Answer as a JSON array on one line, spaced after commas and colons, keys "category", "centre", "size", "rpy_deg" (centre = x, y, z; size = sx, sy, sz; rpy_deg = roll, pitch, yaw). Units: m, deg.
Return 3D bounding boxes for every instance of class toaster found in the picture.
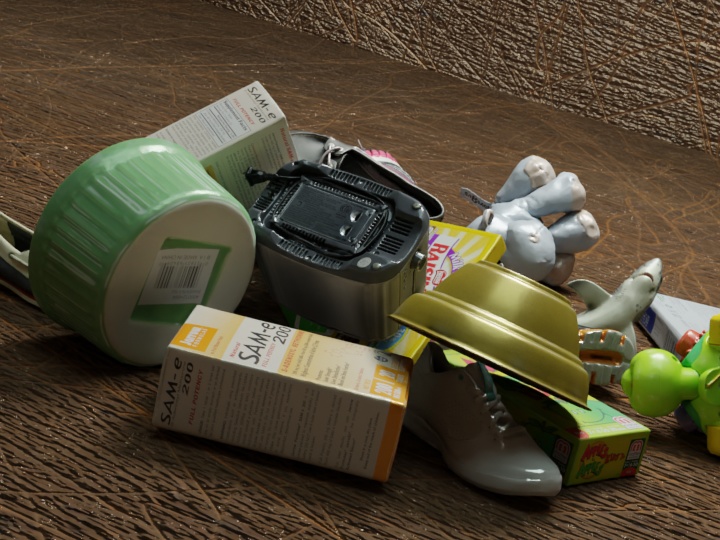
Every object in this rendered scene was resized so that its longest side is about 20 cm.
[{"category": "toaster", "centre": [-0.025, -0.017, 1.437], "size": [0.200, 0.129, 0.114], "rpy_deg": [20, 56, 21]}]

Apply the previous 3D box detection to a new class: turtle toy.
[{"category": "turtle toy", "centre": [0.357, 0.113, 1.518], "size": [0.200, 0.146, 0.101], "rpy_deg": [2, 0, -33]}]

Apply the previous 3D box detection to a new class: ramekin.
[{"category": "ramekin", "centre": [-0.190, -0.010, 1.364], "size": [0.200, 0.200, 0.098], "rpy_deg": [-4, 31, -47]}]

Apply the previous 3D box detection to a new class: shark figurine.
[{"category": "shark figurine", "centre": [0.242, 0.058, 1.736], "size": [0.214, 0.128, 0.090], "rpy_deg": [-3, -11, 4]}]

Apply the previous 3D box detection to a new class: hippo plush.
[{"category": "hippo plush", "centre": [0.194, -0.060, 1.900], "size": [0.200, 0.160, 0.161], "rpy_deg": [19, 16, 18]}]

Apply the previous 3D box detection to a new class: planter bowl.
[{"category": "planter bowl", "centre": [0.129, 0.046, 1.330], "size": [0.200, 0.084, 0.200], "rpy_deg": [25, -3, 1]}]

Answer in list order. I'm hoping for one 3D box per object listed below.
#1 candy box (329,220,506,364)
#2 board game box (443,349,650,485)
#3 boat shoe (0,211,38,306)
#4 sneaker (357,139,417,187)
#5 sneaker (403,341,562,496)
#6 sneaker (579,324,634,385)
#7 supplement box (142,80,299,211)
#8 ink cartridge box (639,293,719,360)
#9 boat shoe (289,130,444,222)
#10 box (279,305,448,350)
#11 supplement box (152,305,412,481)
[{"category": "candy box", "centre": [0.053, 0.029, 1.491], "size": [0.102, 0.026, 0.200], "rpy_deg": [15, 53, 34]}, {"category": "board game box", "centre": [0.162, 0.133, 1.418], "size": [0.101, 0.048, 0.200], "rpy_deg": [-2, 22, -41]}, {"category": "boat shoe", "centre": [-0.313, -0.007, 1.480], "size": [0.200, 0.063, 0.071], "rpy_deg": [21, 16, 25]}, {"category": "sneaker", "centre": [-0.023, -0.096, 1.651], "size": [0.200, 0.081, 0.075], "rpy_deg": [-4, 33, -33]}, {"category": "sneaker", "centre": [0.104, 0.127, 1.318], "size": [0.075, 0.089, 0.200], "rpy_deg": [2, 20, -39]}, {"category": "sneaker", "centre": [0.185, 0.083, 1.583], "size": [0.200, 0.078, 0.077], "rpy_deg": [12, 2, -18]}, {"category": "supplement box", "centre": [-0.159, -0.082, 1.485], "size": [0.200, 0.126, 0.074], "rpy_deg": [-28, 48, -11]}, {"category": "ink cartridge box", "centre": [0.450, 0.089, 1.814], "size": [0.200, 0.041, 0.200], "rpy_deg": [11, 16, -8]}, {"category": "boat shoe", "centre": [0.002, -0.098, 1.593], "size": [0.200, 0.067, 0.057], "rpy_deg": [30, -29, -7]}, {"category": "box", "centre": [0.000, 0.000, 1.650], "size": [0.176, 0.097, 0.200], "rpy_deg": [9, 17, -18]}, {"category": "supplement box", "centre": [-0.062, 0.101, 1.271], "size": [0.200, 0.074, 0.126], "rpy_deg": [13, 15, 1]}]
